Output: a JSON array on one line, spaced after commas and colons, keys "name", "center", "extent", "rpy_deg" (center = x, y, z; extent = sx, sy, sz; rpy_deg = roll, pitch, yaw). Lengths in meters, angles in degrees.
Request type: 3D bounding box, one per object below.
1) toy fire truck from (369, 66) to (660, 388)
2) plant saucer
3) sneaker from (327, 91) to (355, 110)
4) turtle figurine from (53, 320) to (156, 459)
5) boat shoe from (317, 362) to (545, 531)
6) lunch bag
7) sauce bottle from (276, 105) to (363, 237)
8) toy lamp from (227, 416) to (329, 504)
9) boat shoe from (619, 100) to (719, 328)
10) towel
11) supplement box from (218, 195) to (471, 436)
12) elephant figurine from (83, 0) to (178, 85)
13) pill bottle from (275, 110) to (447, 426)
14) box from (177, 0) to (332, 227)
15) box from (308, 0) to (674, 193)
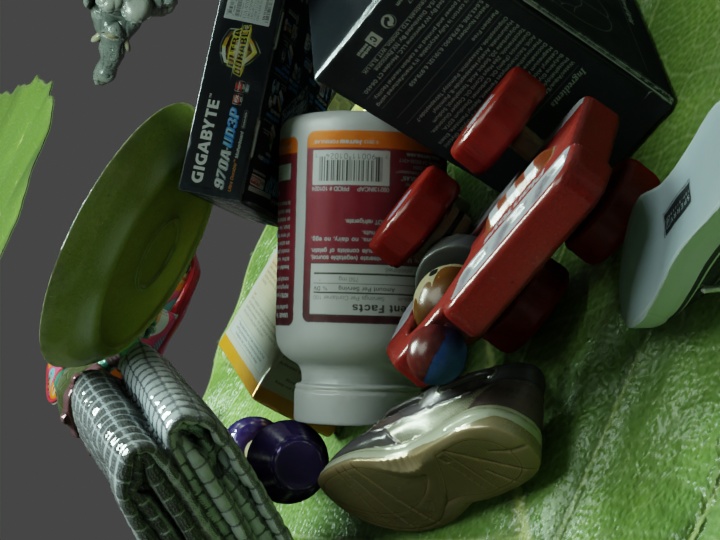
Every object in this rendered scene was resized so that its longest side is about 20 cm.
[{"name": "toy fire truck", "center": [0.076, -0.011, 0.955], "extent": [0.200, 0.112, 0.168], "rpy_deg": [-50, 4, 28]}, {"name": "plant saucer", "center": [-0.148, -0.017, 1.133], "extent": [0.200, 0.031, 0.200], "rpy_deg": [-58, -12, -21]}, {"name": "sneaker", "center": [0.007, -0.196, 1.404], "extent": [0.202, 0.077, 0.146], "rpy_deg": [-52, 34, -4]}, {"name": "turtle figurine", "center": [-0.220, 0.121, 1.494], "extent": [0.200, 0.100, 0.150], "rpy_deg": [30, 117, 52]}, {"name": "boat shoe", "center": [0.046, 0.106, 1.010], "extent": [0.200, 0.072, 0.065], "rpy_deg": [-33, 23, 54]}, {"name": "lunch bag", "center": [-0.240, 0.040, 1.667], "extent": [0.200, 0.082, 0.176], "rpy_deg": [-56, 23, 14]}, {"name": "sauce bottle", "center": [0.004, -0.092, 1.325], "extent": [0.200, 0.066, 0.066], "rpy_deg": [-49, 26, 23]}, {"name": "toy lamp", "center": [-0.059, 0.130, 1.164], "extent": [0.058, 0.058, 0.200], "rpy_deg": [-64, 8, -7]}, {"name": "boat shoe", "center": [0.186, -0.024, 0.856], "extent": [0.199, 0.068, 0.074], "rpy_deg": [109, 164, -59]}, {"name": "towel", "center": [-0.110, 0.161, 1.097], "extent": [0.085, 0.200, 0.166], "rpy_deg": [-32, 21, -12]}, {"name": "supplement box", "center": [-0.015, 0.005, 1.239], "extent": [0.200, 0.073, 0.126], "rpy_deg": [-59, 22, 6]}, {"name": "elephant figurine", "center": [-0.329, -0.371, 2.290], "extent": [0.155, 0.142, 0.200], "rpy_deg": [-38, -1, -19]}, {"name": "pill bottle", "center": [0.000, 0.000, 1.105], "extent": [0.113, 0.113, 0.201], "rpy_deg": [-2, 86, 64]}, {"name": "box", "center": [-0.064, -0.117, 1.161], "extent": [0.200, 0.046, 0.159], "rpy_deg": [21, -99, -80]}, {"name": "box", "center": [0.077, -0.167, 1.086], "extent": [0.124, 0.196, 0.200], "rpy_deg": [-49, 25, 27]}]
